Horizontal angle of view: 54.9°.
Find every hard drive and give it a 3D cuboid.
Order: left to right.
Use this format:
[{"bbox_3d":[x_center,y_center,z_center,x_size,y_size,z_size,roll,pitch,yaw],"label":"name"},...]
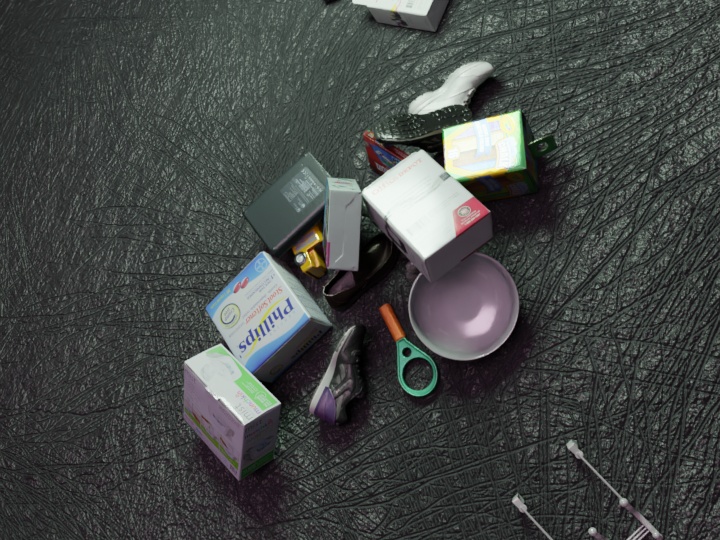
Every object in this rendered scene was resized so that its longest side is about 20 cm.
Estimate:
[{"bbox_3d":[-0.144,-0.141,1.474,0.200,0.033,0.140,-42,62,4],"label":"hard drive"}]

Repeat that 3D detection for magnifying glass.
[{"bbox_3d":[0.088,0.153,1.353,0.079,0.022,0.201,-33,62,13],"label":"magnifying glass"}]

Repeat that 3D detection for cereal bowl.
[{"bbox_3d":[0.188,0.062,1.279,0.199,0.083,0.201,0,93,6],"label":"cereal bowl"}]

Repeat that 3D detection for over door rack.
[{"bbox_3d":[0.358,0.399,1.121,0.148,0.067,0.200,-46,61,6],"label":"over door rack"}]

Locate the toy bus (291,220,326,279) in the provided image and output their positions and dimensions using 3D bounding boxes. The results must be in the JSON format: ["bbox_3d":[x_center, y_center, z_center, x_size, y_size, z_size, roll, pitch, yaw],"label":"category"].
[{"bbox_3d":[-0.121,-0.083,1.501,0.078,0.065,0.201,-32,63,11],"label":"toy bus"}]

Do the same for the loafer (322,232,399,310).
[{"bbox_3d":[0.000,0.000,1.413,0.200,0.071,0.073,-49,61,5],"label":"loafer"}]

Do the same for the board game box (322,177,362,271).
[{"bbox_3d":[-0.037,-0.094,1.337,0.064,0.200,0.148,3,103,-4],"label":"board game box"}]

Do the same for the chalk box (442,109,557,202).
[{"bbox_3d":[0.270,-0.213,1.320,0.199,0.124,0.124,-8,71,25],"label":"chalk box"}]

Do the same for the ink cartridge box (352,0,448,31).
[{"bbox_3d":[0.095,-0.618,1.560,0.199,0.068,0.116,21,84,29],"label":"ink cartridge box"}]

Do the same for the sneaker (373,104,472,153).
[{"bbox_3d":[0.126,-0.265,1.394,0.199,0.088,0.076,-10,52,-6],"label":"sneaker"}]

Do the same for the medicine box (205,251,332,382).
[{"bbox_3d":[-0.194,0.099,1.458,0.182,0.103,0.200,-43,61,8],"label":"medicine box"}]

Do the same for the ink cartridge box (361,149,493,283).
[{"bbox_3d":[0.118,-0.100,1.242,0.145,0.083,0.200,-36,56,-7],"label":"ink cartridge box"}]

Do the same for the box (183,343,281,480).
[{"bbox_3d":[-0.263,0.281,1.387,0.200,0.096,0.177,37,134,30],"label":"box"}]

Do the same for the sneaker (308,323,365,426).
[{"bbox_3d":[-0.019,0.206,1.362,0.087,0.076,0.201,25,91,16],"label":"sneaker"}]

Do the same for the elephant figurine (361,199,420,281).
[{"bbox_3d":[0.112,-0.092,1.351,0.142,0.155,0.201,-50,53,44],"label":"elephant figurine"}]

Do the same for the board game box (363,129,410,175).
[{"bbox_3d":[0.087,-0.204,1.418,0.019,0.103,0.200,-42,59,-17],"label":"board game box"}]

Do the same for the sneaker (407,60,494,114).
[{"bbox_3d":[0.197,-0.355,1.439,0.200,0.074,0.087,-36,74,19],"label":"sneaker"}]
